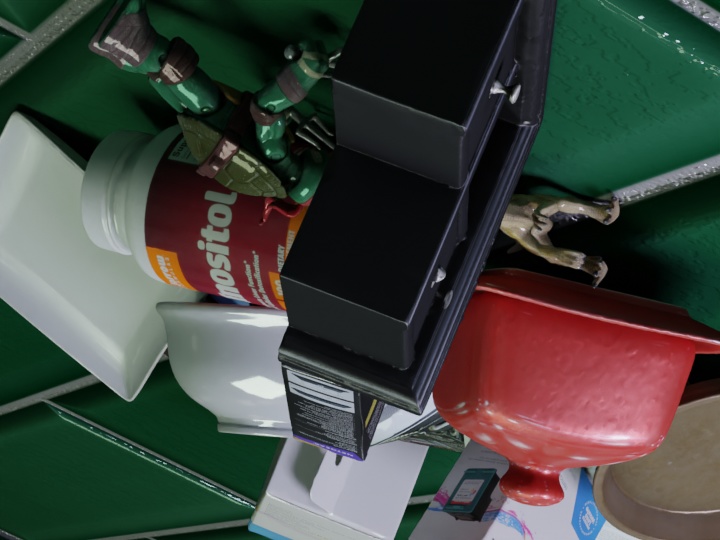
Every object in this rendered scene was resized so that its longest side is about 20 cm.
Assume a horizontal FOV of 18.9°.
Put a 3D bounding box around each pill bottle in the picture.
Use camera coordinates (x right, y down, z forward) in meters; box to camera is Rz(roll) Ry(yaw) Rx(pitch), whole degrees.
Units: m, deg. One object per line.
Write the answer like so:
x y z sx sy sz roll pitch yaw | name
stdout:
-0.086 -0.038 1.475 0.199 0.114 0.113 12 159 27 | pill bottle

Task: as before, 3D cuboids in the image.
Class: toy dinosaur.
0.111 -0.032 1.382 0.101 0.059 0.200 19 -177 20 | toy dinosaur

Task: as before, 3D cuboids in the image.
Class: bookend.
0.028 -0.055 1.166 0.092 0.200 0.200 20 161 9 | bookend

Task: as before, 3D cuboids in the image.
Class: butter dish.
0.127 0.084 1.454 0.198 0.149 0.200 14 176 -12 | butter dish

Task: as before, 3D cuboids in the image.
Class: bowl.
-0.053 0.075 1.564 0.199 0.091 0.201 5 176 0 | bowl

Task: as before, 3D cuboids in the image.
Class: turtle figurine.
-0.069 -0.100 1.321 0.199 0.101 0.150 33 159 -15 | turtle figurine

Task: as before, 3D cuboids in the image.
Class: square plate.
-0.217 -0.011 1.683 0.198 0.028 0.200 39 140 0 | square plate

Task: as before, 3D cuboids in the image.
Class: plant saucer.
0.264 0.136 1.569 0.198 0.030 0.201 -5 142 -4 | plant saucer

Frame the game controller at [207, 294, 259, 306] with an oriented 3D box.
-0.101 0.011 1.715 0.104 0.042 0.200 34 164 14 | game controller

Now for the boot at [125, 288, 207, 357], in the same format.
-0.178 0.041 1.778 0.167 0.072 0.200 50 152 -1 | boot

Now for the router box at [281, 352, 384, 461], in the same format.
0.011 0.000 1.336 0.052 0.201 0.157 18 161 8 | router box

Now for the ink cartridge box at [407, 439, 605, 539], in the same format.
0.096 0.216 1.599 0.067 0.200 0.117 4 137 39 | ink cartridge box

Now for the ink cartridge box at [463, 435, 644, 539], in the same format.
0.164 0.175 1.723 0.159 0.047 0.201 20 147 23 | ink cartridge box

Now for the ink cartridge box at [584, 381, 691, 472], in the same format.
0.219 0.133 1.681 0.117 0.068 0.200 9 158 36 | ink cartridge box

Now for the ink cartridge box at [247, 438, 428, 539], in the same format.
-0.017 0.185 1.993 0.124 0.129 0.200 22 162 -2 | ink cartridge box

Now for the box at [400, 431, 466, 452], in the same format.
0.025 0.109 1.772 0.157 0.050 0.200 9 172 20 | box

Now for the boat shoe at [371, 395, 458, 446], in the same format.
0.064 0.092 1.618 0.199 0.072 0.071 -27 128 26 | boat shoe
